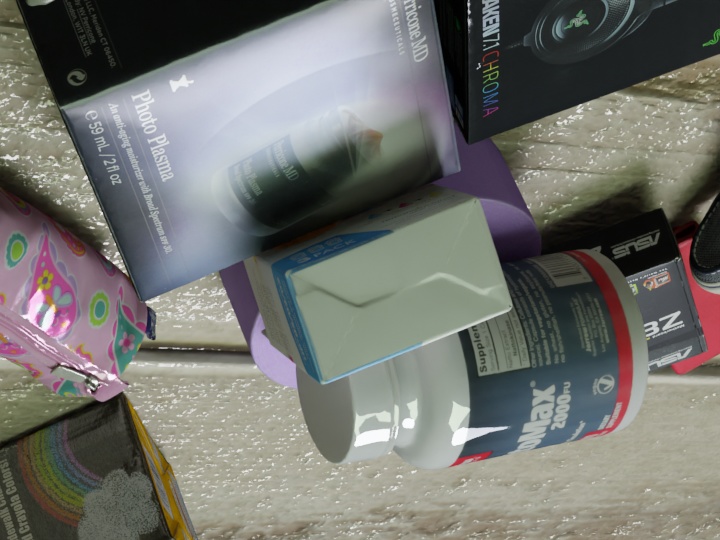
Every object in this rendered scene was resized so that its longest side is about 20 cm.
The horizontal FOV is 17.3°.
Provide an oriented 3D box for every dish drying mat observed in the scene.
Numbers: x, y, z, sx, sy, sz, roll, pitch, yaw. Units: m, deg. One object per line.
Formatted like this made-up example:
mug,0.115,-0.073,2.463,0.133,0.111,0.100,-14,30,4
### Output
dish drying mat,0.243,0.021,1.759,0.076,0.018,0.200,-30,150,8

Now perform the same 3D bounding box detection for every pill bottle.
pill bottle,0.067,0.059,1.468,0.198,0.120,0.120,-10,147,-23

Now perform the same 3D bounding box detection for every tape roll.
tape roll,0.013,-0.006,1.509,0.198,0.066,0.201,-18,150,-11

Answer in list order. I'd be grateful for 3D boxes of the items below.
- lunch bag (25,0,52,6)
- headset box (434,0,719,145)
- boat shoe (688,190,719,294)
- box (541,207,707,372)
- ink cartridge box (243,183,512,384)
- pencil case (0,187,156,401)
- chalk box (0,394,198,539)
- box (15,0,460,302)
lunch bag,-0.096,-0.234,1.032,0.199,0.118,0.164,-22,149,5
headset box,0.132,-0.181,1.295,0.198,0.093,0.175,-20,150,-9
boat shoe,0.270,-0.070,1.594,0.092,0.075,0.200,14,123,-41
box,0.138,0.040,1.668,0.198,0.049,0.161,-20,152,5
ink cartridge box,0.000,0.000,1.335,0.114,0.068,0.200,-21,-170,-10
pencil case,-0.199,0.010,1.366,0.087,0.088,0.200,-31,148,11
chalk box,-0.216,0.196,1.601,0.199,0.125,0.124,-24,149,1
box,-0.063,-0.110,1.240,0.197,0.124,0.200,-23,150,-4
